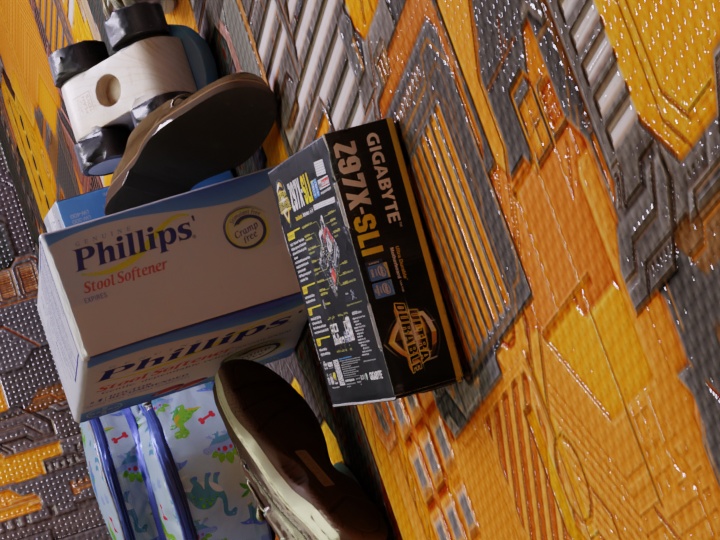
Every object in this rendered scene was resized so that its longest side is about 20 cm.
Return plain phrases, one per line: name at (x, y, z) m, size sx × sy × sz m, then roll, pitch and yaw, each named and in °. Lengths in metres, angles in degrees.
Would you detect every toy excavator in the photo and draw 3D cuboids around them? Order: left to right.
toy excavator at (-0.166, -0.126, 1.991) m, size 0.194 × 0.199 × 0.101 m, roll -26°, pitch 76°, yaw 32°

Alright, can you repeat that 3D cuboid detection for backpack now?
backpack at (-0.161, 0.182, 2.195) m, size 0.200 × 0.146 × 0.184 m, roll -136°, pitch 29°, yaw -61°

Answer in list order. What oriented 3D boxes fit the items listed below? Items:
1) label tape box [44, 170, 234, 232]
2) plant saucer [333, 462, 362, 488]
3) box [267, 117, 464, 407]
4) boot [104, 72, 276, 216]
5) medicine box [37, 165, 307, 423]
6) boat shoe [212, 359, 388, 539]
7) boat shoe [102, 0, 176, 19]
label tape box at (-0.171, -0.044, 1.988) m, size 0.200 × 0.142 × 0.067 m, roll 148°, pitch 104°, yaw -77°
plant saucer at (-0.003, 0.246, 1.874) m, size 0.200 × 0.036 × 0.201 m, roll 164°, pitch 90°, yaw -77°
box at (0.000, 0.000, 1.519) m, size 0.200 × 0.049 × 0.161 m, roll 157°, pitch 99°, yaw -78°
boot at (-0.125, -0.104, 1.796) m, size 0.200 × 0.073 × 0.076 m, roll -35°, pitch 41°, yaw 48°
medicine box at (-0.139, 0.020, 1.840) m, size 0.200 × 0.181 × 0.104 m, roll 117°, pitch 135°, yaw -73°
boat shoe at (-0.060, 0.153, 1.818) m, size 0.203 × 0.074 × 0.075 m, roll 54°, pitch 127°, yaw 38°
boat shoe at (-0.182, -0.239, 1.973) m, size 0.200 × 0.062 × 0.074 m, roll 157°, pitch 95°, yaw -78°
